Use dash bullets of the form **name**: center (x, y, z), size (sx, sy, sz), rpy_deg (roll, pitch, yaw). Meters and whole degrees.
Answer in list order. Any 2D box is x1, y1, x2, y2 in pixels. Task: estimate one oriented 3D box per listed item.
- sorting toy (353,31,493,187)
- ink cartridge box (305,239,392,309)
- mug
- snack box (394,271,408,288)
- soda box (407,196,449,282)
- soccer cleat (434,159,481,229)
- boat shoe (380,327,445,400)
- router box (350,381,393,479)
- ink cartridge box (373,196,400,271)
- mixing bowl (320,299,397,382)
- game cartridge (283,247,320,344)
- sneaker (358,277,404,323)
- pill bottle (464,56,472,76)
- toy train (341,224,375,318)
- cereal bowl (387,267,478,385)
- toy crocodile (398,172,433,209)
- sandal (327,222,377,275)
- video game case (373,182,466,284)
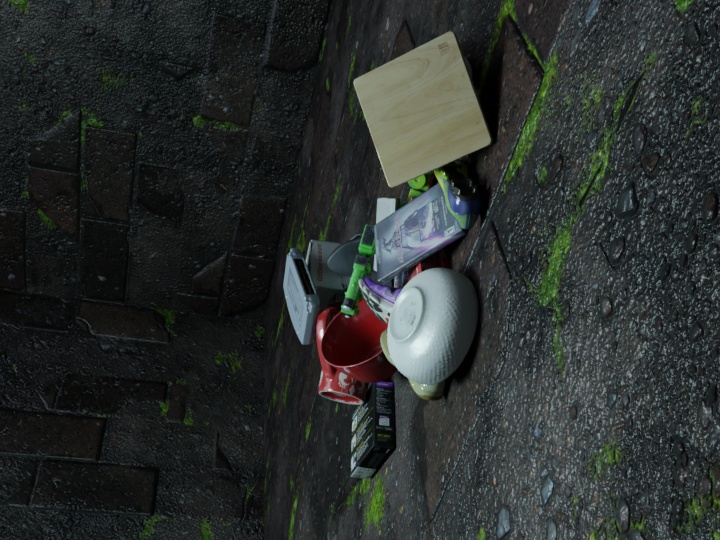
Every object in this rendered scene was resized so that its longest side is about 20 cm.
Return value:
- **sorting toy**: center (0.114, -0.276, 1.432), size (0.069, 0.196, 0.203), rpy_deg (-12, -98, -68)
- **ink cartridge box**: center (-0.031, 0.017, 1.929), size (0.085, 0.195, 0.148), rpy_deg (111, 162, -47)
- **mug**: center (-0.042, 0.180, 1.828), size (0.133, 0.174, 0.205), rpy_deg (-27, 48, 62)
- **snack box**: center (0.098, -0.029, 1.775), size (0.072, 0.024, 0.205), rpy_deg (169, 107, -78)
- **soda box**: center (0.125, -0.045, 1.577), size (0.071, 0.062, 0.203), rpy_deg (114, 159, -46)
- **soccer cleat**: center (0.167, -0.138, 1.448), size (0.201, 0.063, 0.086), rpy_deg (-102, 10, -62)
- **boat shoe**: center (0.099, 0.156, 1.509), size (0.201, 0.072, 0.064), rpy_deg (-125, 42, -53)
- **router box**: center (0.025, 0.357, 1.823), size (0.201, 0.050, 0.152), rpy_deg (116, 159, -55)
- **ink cartridge box**: center (0.069, -0.073, 1.742), size (0.200, 0.049, 0.167), rpy_deg (-156, 69, -78)
- **mixing bowl**: center (0.025, 0.158, 1.706), size (0.109, 0.197, 0.202), rpy_deg (57, -169, -32)
- **game cartridge**: center (-0.135, 0.063, 1.859), size (0.202, 0.040, 0.135), rpy_deg (-113, 30, -45)
- **sneaker**: center (0.072, 0.062, 1.629), size (0.199, 0.083, 0.081), rpy_deg (30, 155, 44)
- **pill bottle**: center (0.143, -0.355, 1.564), size (0.200, 0.109, 0.115), rpy_deg (179, 98, -77)
- **toy train**: center (0.000, 0.000, 1.720), size (0.057, 0.041, 0.204), rpy_deg (73, -148, -73)
- **cereal bowl**: center (0.108, 0.086, 1.399), size (0.199, 0.082, 0.204), rpy_deg (-40, 39, 42)
- **toy crocodile**: center (0.119, -0.155, 1.687), size (0.068, 0.060, 0.204), rpy_deg (-69, -5, -75)
- **sandal**: center (0.013, -0.058, 1.870), size (0.077, 0.198, 0.043), rpy_deg (58, 177, -25)
- **video game case**: center (0.107, -0.077, 1.534), size (0.198, 0.019, 0.145), rpy_deg (-31, 42, 28)
